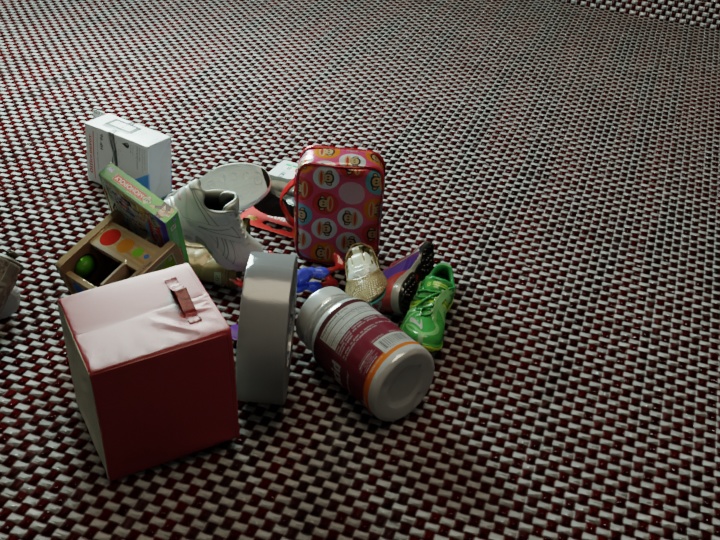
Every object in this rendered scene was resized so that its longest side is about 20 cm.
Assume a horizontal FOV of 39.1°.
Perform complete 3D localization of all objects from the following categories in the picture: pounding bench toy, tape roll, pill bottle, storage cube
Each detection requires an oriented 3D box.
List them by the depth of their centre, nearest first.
[{"bbox_3d":[-0.269,0.123,1.290,0.177,0.203,0.171,-17,37,-22],"label":"storage cube"},{"bbox_3d":[-0.125,0.078,1.377,0.065,0.204,0.202,4,31,0],"label":"tape roll"},{"bbox_3d":[0.001,0.111,1.427,0.113,0.116,0.199,-18,38,-34],"label":"pill bottle"},{"bbox_3d":[-0.367,0.038,1.470,0.154,0.125,0.200,25,58,31],"label":"pounding bench toy"}]

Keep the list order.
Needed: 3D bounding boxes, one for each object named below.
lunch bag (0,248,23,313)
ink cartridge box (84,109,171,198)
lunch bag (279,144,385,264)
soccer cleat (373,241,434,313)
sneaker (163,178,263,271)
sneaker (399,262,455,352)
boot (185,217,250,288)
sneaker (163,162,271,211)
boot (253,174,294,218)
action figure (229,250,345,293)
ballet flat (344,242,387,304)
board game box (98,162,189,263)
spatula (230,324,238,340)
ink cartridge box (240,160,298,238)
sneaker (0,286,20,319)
[{"bbox_3d":[-0.560,0.044,1.364,0.165,0.203,0.139,19,-11,24],"label":"lunch bag"},{"bbox_3d":[-0.445,-0.213,1.880,0.197,0.118,0.068,22,33,26],"label":"ink cartridge box"},{"bbox_3d":[-0.049,-0.106,1.691,0.172,0.203,0.083,5,35,-2],"label":"lunch bag"},{"bbox_3d":[0.069,0.005,1.663,0.072,0.070,0.200,4,29,22],"label":"soccer cleat"},{"bbox_3d":[-0.207,-0.070,1.554,0.199,0.099,0.079,32,26,-44],"label":"sneaker"},{"bbox_3d":[0.105,0.054,1.567,0.072,0.085,0.201,11,32,8],"label":"sneaker"},{"bbox_3d":[-0.287,-0.041,1.677,0.195,0.067,0.176,6,31,3],"label":"boot"},{"bbox_3d":[-0.237,-0.124,1.746,0.196,0.082,0.146,-19,-4,6],"label":"sneaker"},{"bbox_3d":[-0.119,-0.151,1.835,0.198,0.068,0.131,30,49,18],"label":"boot"},{"bbox_3d":[-0.122,0.005,1.598,0.099,0.066,0.199,41,36,22],"label":"action figure"},{"bbox_3d":[0.000,0.000,1.570,0.069,0.066,0.200,-21,14,-1],"label":"ballet flat"},{"bbox_3d":[-0.318,-0.061,1.519,0.134,0.201,0.029,35,65,17],"label":"board game box"},{"bbox_3d":[-0.162,0.062,1.571,0.055,0.021,0.201,14,31,2],"label":"spatula"},{"bbox_3d":[-0.118,-0.132,1.869,0.158,0.051,0.200,17,31,17],"label":"ink cartridge box"},{"bbox_3d":[-0.610,0.020,1.519,0.196,0.077,0.114,3,30,-17],"label":"sneaker"}]
